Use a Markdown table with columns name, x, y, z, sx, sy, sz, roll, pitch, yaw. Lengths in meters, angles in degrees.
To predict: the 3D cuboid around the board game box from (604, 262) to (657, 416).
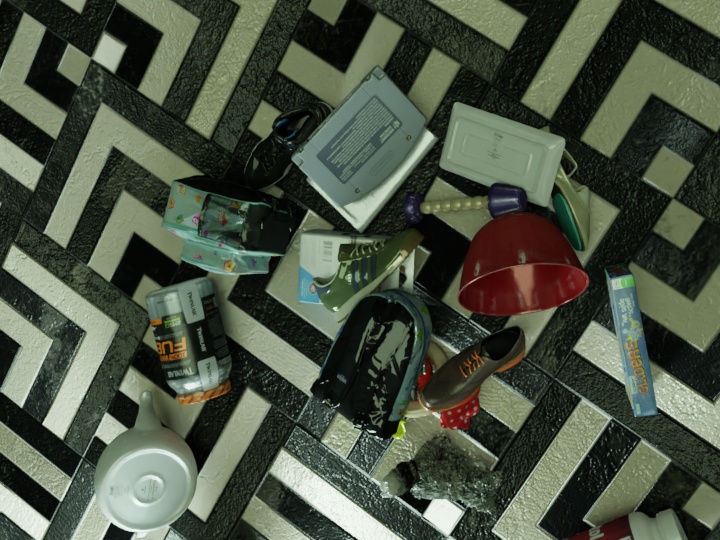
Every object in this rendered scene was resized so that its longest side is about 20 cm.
| name | x | y | z | sx | sy | sz | roll | pitch | yaw |
| --- | --- | --- | --- | --- | --- | --- | --- | --- | --- |
| board game box | 0.400 | 0.098 | 1.253 | 0.034 | 0.135 | 0.205 | -10 | 94 | 13 |

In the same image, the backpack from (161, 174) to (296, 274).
| name | x | y | z | sx | sy | sz | roll | pitch | yaw |
| --- | --- | --- | --- | --- | --- | --- | --- | --- | --- |
| backpack | -0.228 | -0.077 | 1.403 | 0.197 | 0.175 | 0.156 | 24 | 100 | 16 |

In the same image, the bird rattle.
| name | x | y | z | sx | sy | sz | roll | pitch | yaw |
| --- | --- | --- | --- | --- | --- | --- | --- | --- | --- |
| bird rattle | 0.097 | 0.190 | 1.383 | 0.196 | 0.112 | 0.167 | -16 | 77 | 15 |

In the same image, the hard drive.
| name | x | y | z | sx | sy | sz | roll | pitch | yaw |
| --- | --- | --- | --- | --- | --- | --- | --- | --- | --- |
| hard drive | 0.018 | -0.183 | 1.389 | 0.132 | 0.025 | 0.201 | 43 | 107 | 7 |

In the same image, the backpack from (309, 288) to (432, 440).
| name | x | y | z | sx | sy | sz | roll | pitch | yaw |
| --- | --- | --- | --- | --- | --- | --- | --- | --- | --- |
| backpack | 0.031 | 0.126 | 1.305 | 0.161 | 0.153 | 0.204 | 27 | 117 | 28 |

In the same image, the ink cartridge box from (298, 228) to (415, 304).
| name | x | y | z | sx | sy | sz | roll | pitch | yaw |
| --- | --- | --- | --- | --- | --- | --- | --- | --- | --- |
| ink cartridge box | 0.000 | 0.000 | 1.398 | 0.195 | 0.067 | 0.119 | 6 | 99 | 16 |

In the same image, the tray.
| name | x | y | z | sx | sy | sz | roll | pitch | yaw |
| --- | --- | --- | --- | --- | --- | --- | --- | --- | --- |
| tray | 0.210 | -0.179 | 1.297 | 0.197 | 0.022 | 0.110 | 25 | 113 | 30 |

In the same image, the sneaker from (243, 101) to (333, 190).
| name | x | y | z | sx | sy | sz | roll | pitch | yaw |
| --- | --- | --- | --- | --- | --- | --- | --- | --- | --- |
| sneaker | -0.137 | -0.208 | 1.388 | 0.199 | 0.112 | 0.074 | -41 | 85 | 18 |

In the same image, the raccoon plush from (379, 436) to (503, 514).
| name | x | y | z | sx | sy | sz | roll | pitch | yaw |
| --- | --- | --- | --- | --- | --- | --- | --- | --- | --- |
| raccoon plush | 0.135 | 0.354 | 1.346 | 0.132 | 0.198 | 0.099 | 24 | 123 | 33 |

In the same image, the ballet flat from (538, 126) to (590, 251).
| name | x | y | z | sx | sy | sz | roll | pitch | yaw |
| --- | --- | --- | --- | --- | --- | --- | --- | --- | --- |
| ballet flat | 0.313 | -0.130 | 1.290 | 0.069 | 0.069 | 0.203 | -30 | 87 | 18 |

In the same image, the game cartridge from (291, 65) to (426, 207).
| name | x | y | z | sx | sy | sz | roll | pitch | yaw |
| --- | --- | --- | --- | --- | --- | --- | --- | --- | --- |
| game cartridge | 0.003 | -0.203 | 1.332 | 0.200 | 0.042 | 0.133 | -44 | 112 | 13 |

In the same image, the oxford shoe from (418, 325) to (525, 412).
| name | x | y | z | sx | sy | sz | roll | pitch | yaw |
| --- | --- | --- | --- | --- | --- | --- | --- | --- | --- |
| oxford shoe | 0.173 | 0.147 | 1.322 | 0.198 | 0.073 | 0.071 | -35 | 64 | -10 |

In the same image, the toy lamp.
| name | x | y | z | sx | sy | sz | roll | pitch | yaw |
| --- | --- | --- | --- | --- | --- | --- | --- | --- | --- |
| toy lamp | 0.163 | -0.104 | 1.314 | 0.197 | 0.058 | 0.060 | 1 | 98 | 35 |

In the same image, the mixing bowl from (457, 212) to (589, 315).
| name | x | y | z | sx | sy | sz | roll | pitch | yaw |
| --- | --- | --- | --- | --- | --- | --- | --- | --- | --- |
| mixing bowl | 0.237 | -0.018 | 1.276 | 0.196 | 0.200 | 0.111 | -13 | 66 | 18 |

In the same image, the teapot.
| name | x | y | z | sx | sy | sz | roll | pitch | yaw |
| --- | --- | --- | --- | --- | --- | --- | --- | --- | --- |
| teapot | -0.393 | 0.365 | 1.535 | 0.199 | 0.146 | 0.198 | -42 | 115 | -5 |

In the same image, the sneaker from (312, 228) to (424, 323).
| name | x | y | z | sx | sy | sz | roll | pitch | yaw |
| --- | --- | --- | --- | --- | --- | --- | --- | --- | --- |
| sneaker | 0.003 | -0.013 | 1.323 | 0.090 | 0.067 | 0.200 | 46 | 110 | 1 |

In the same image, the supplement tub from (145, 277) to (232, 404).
| name | x | y | z | sx | sy | sz | roll | pitch | yaw |
| --- | --- | --- | --- | --- | --- | --- | --- | --- | --- |
| supplement tub | -0.296 | 0.123 | 1.478 | 0.120 | 0.122 | 0.205 | -14 | 93 | 18 |

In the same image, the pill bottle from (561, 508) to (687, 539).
| name | x | y | z | sx | sy | sz | roll | pitch | yaw |
| --- | --- | --- | --- | --- | --- | --- | --- | --- | --- |
| pill bottle | 0.409 | 0.447 | 1.311 | 0.197 | 0.113 | 0.115 | -28 | 89 | 18 |
